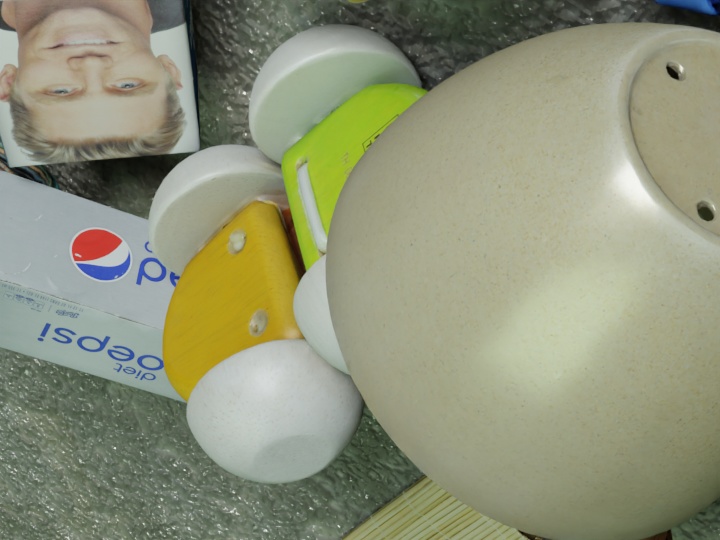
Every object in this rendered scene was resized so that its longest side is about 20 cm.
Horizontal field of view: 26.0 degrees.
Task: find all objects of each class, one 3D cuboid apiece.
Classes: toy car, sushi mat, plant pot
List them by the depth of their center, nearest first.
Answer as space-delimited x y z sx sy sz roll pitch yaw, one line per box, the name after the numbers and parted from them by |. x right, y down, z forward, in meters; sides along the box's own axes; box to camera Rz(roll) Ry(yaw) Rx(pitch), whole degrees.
0.102 -0.014 0.584 0.200 0.200 0.135 40 146 1 | plant pot
0.000 0.000 0.739 0.150 0.175 0.200 17 131 -37 | toy car
0.039 0.185 0.963 0.096 0.012 0.200 42 139 -2 | sushi mat

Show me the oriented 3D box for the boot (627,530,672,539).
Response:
0.114 0.115 0.726 0.076 0.200 0.156 -20 114 -1 | boot

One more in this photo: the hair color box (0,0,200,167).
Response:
-0.128 -0.130 0.713 0.100 0.061 0.200 -5 149 -4 | hair color box

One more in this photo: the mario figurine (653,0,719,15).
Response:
0.203 -0.103 0.566 0.200 0.106 0.123 32 175 26 | mario figurine

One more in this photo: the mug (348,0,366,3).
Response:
-0.002 -0.192 0.568 0.186 0.149 0.153 -36 92 18 | mug

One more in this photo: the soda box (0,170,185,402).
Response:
-0.113 0.019 0.834 0.199 0.068 0.063 18 142 -17 | soda box

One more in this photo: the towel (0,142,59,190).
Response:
-0.225 -0.032 0.927 0.146 0.022 0.200 31 155 13 | towel
